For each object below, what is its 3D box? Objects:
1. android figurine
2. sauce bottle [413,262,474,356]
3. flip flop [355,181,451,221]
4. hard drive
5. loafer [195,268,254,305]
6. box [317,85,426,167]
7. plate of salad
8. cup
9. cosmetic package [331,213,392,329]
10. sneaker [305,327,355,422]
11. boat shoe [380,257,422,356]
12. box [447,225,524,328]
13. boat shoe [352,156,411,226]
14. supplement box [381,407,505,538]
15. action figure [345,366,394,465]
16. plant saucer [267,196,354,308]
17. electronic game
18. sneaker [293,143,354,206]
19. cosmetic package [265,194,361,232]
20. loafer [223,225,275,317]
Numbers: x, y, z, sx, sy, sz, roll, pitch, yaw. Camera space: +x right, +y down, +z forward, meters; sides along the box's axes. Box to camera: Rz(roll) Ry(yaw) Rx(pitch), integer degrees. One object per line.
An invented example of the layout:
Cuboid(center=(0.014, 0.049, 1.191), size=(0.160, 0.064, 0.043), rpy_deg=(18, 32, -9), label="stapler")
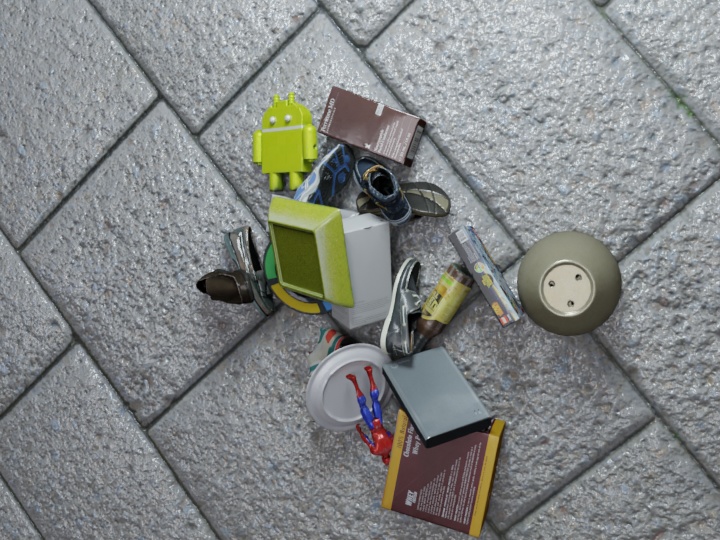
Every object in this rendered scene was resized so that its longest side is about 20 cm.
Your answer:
Cuboid(center=(-0.156, -0.267, 1.621), size=(0.180, 0.041, 0.204), rpy_deg=(5, 97, 40), label="android figurine")
Cuboid(center=(0.154, 0.083, 1.555), size=(0.064, 0.065, 0.202), rpy_deg=(34, 102, 12), label="sauce bottle")
Cuboid(center=(0.087, -0.130, 1.568), size=(0.197, 0.058, 0.082), rpy_deg=(-1, 53, 19), label="flip flop")
Cuboid(center=(0.142, 0.238, 1.492), size=(0.138, 0.201, 0.033), rpy_deg=(-15, 131, -17), label="hard drive")
Cuboid(center=(-0.286, 0.041, 1.630), size=(0.199, 0.071, 0.074), rpy_deg=(2, 109, 56), label="loafer")
Cuboid(center=(0.023, -0.291, 1.573), size=(0.198, 0.075, 0.102), rpy_deg=(22, 99, 16), label="box")
Cuboid(center=(-0.022, 0.234, 1.580), size=(0.197, 0.048, 0.203), rpy_deg=(-10, 116, -21), label="plate of salad")
Cuboid(center=(0.384, 0.028, 1.443), size=(0.197, 0.143, 0.204), rpy_deg=(1, 92, 17), label="cup")
Cuboid(center=(0.000, 0.000, 1.537), size=(0.085, 0.106, 0.203), rpy_deg=(28, 125, 56), label="cosmetic package")
Cuboid(center=(-0.079, 0.216, 1.640), size=(0.093, 0.070, 0.203), rpy_deg=(27, 106, 37), label="sneaker")
Cuboid(center=(0.096, 0.073, 1.547), size=(0.067, 0.072, 0.203), rpy_deg=(5, 70, 28), label="boat shoe")
Cuboid(center=(0.242, 0.009, 1.488), size=(0.040, 0.137, 0.202), rpy_deg=(-32, 83, 15), label="box")
Cuboid(center=(0.034, -0.181, 1.527), size=(0.070, 0.091, 0.201), rpy_deg=(-33, 52, -3), label="boat shoe")
Cuboid(center=(0.164, 0.379, 1.530), size=(0.197, 0.133, 0.201), rpy_deg=(12, 96, 15), label="supplement box")
Cuboid(center=(0.020, 0.293, 1.567), size=(0.064, 0.099, 0.203), rpy_deg=(-20, 97, -16), label="action figure")
Cuboid(center=(-0.108, -0.029, 1.502), size=(0.198, 0.048, 0.203), rpy_deg=(15, 121, 43), label="plant saucer")
Cuboid(center=(-0.109, 0.001, 1.612), size=(0.197, 0.042, 0.203), rpy_deg=(7, 117, 14), label="electronic game")
Cuboid(center=(-0.085, -0.175, 1.568), size=(0.077, 0.076, 0.201), rpy_deg=(19, 70, 49), label="sneaker")
Cuboid(center=(-0.096, -0.100, 1.628), size=(0.197, 0.051, 0.084), rpy_deg=(13, 95, 16), label="cosmetic package")
Cuboid(center=(-0.226, -0.001, 1.664), size=(0.062, 0.072, 0.202), rpy_deg=(-28, 83, 10), label="loafer")
